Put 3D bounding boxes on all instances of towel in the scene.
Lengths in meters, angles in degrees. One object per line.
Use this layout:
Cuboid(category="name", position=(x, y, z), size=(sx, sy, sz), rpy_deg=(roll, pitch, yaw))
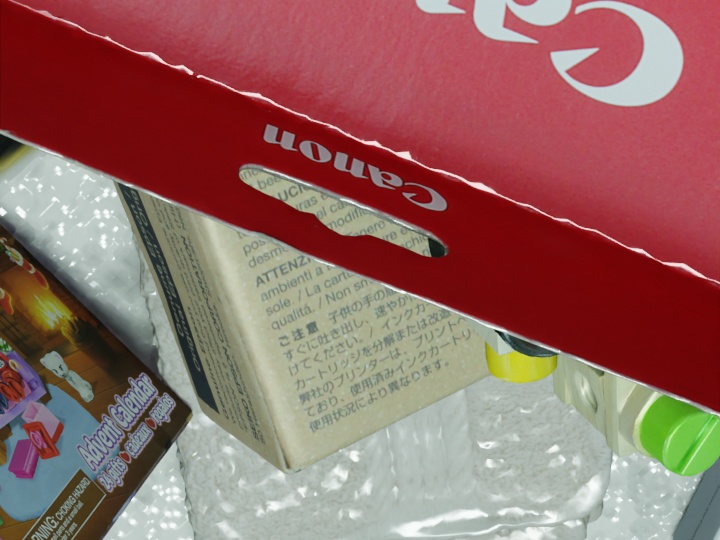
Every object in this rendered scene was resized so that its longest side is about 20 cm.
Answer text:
Cuboid(category="towel", position=(0.000, 0.000, 0.878), size=(0.132, 0.034, 0.200), rpy_deg=(-10, 113, 3))

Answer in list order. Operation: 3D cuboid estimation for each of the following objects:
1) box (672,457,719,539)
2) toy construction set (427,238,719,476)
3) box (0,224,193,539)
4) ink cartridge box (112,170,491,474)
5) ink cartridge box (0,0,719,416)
Cuboid(category="box", position=(0.217, 0.061, 0.903), size=(0.200, 0.041, 0.156), rpy_deg=(20, 112, -10))
Cuboid(category="toy construction set", position=(0.079, -0.039, 0.719), size=(0.131, 0.092, 0.200), rpy_deg=(-15, 107, -19))
Cuboid(category="box", position=(-0.128, 0.036, 0.790), size=(0.137, 0.200, 0.039), rpy_deg=(44, 111, -4))
Cuboid(category="ink cartridge box", position=(0.028, -0.066, 0.784), size=(0.200, 0.075, 0.165), rpy_deg=(-25, 110, -16))
Cuboid(category="ink cartridge box", position=(0.018, -0.073, 0.559), size=(0.200, 0.176, 0.084), rpy_deg=(21, 120, -7))
